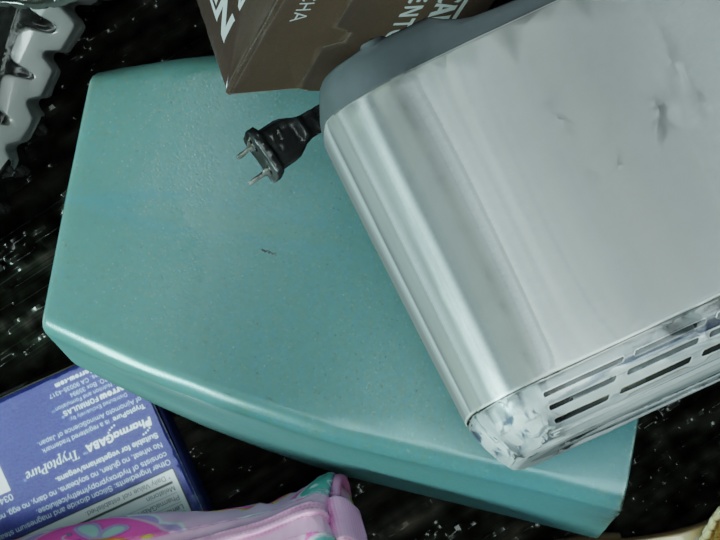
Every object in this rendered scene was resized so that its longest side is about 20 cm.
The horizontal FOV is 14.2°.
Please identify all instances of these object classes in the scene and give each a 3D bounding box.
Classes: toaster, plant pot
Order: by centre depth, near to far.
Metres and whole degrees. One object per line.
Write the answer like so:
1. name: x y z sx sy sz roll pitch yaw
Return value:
1. toaster: 0.076 -0.025 0.869 0.199 0.114 0.130 -24 82 -2
2. plant pot: 0.000 0.000 0.995 0.199 0.141 0.142 10 81 4

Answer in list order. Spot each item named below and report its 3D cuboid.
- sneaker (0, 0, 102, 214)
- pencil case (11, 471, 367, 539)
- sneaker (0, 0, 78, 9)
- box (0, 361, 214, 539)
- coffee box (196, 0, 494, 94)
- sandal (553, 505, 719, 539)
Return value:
1. sneaker: -0.151 -0.075 1.034 0.090 0.066 0.201 28 90 0
2. pencil case: -0.092 0.127 1.008 0.199 0.087 0.088 -10 95 1
3. sneaker: -0.162 -0.161 0.975 0.200 0.089 0.074 33 73 16
4. box: -0.097 0.139 1.067 0.121 0.032 0.201 -24 94 2
5. coffee box: -0.018 -0.169 0.912 0.080 0.113 0.201 -6 64 -27
6. sandal: 0.147 0.114 1.047 0.211 0.070 0.078 -14 95 1
